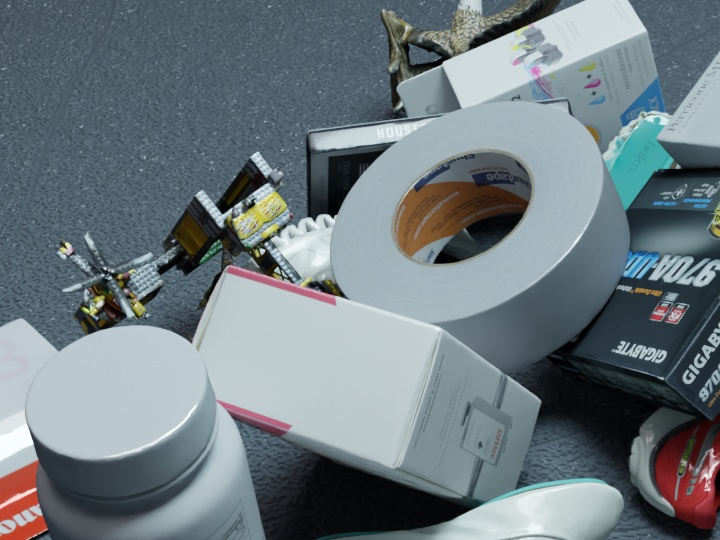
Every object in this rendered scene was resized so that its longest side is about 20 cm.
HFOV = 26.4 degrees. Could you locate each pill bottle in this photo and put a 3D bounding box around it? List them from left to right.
[{"bbox_3d":[-0.112,0.134,0.839,0.112,0.201,0.114,-5,40,4],"label":"pill bottle"}]

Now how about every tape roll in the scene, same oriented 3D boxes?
[{"bbox_3d":[0.081,-0.023,1.055,0.199,0.066,0.201,-18,42,17],"label":"tape roll"}]

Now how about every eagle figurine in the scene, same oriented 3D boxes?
[{"bbox_3d":[0.120,-0.202,1.349,0.198,0.152,0.152,-6,6,3],"label":"eagle figurine"}]

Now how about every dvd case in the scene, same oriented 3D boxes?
[{"bbox_3d":[0.057,-0.077,1.199,0.198,0.151,0.025,-8,66,-5],"label":"dvd case"}]

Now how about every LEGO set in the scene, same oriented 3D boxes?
[{"bbox_3d":[-0.096,0.017,1.033,0.199,0.116,0.154,-28,83,-27],"label":"LEGO set"}]

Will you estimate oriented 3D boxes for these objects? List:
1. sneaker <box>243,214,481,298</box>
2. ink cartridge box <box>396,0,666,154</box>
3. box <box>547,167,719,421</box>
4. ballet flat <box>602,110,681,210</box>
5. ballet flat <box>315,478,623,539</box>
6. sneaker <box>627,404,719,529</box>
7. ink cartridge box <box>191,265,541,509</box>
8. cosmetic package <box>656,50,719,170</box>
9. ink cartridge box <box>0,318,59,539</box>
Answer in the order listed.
[{"bbox_3d":[0.000,0.000,1.157,0.199,0.075,0.081,-20,47,-20],"label":"sneaker"},{"bbox_3d":[0.143,-0.135,1.264,0.199,0.115,0.068,-23,45,4],"label":"ink cartridge box"},{"bbox_3d":[0.209,0.008,0.999,0.159,0.046,0.200,-53,16,-7],"label":"box"},{"bbox_3d":[0.181,-0.031,1.161,0.200,0.072,0.072,-49,46,-6],"label":"ballet flat"},{"bbox_3d":[0.062,0.176,0.895,0.198,0.070,0.070,-12,34,1],"label":"ballet flat"},{"bbox_3d":[0.265,0.102,0.985,0.199,0.077,0.085,-32,47,-20],"label":"sneaker"},{"bbox_3d":[0.007,0.077,0.920,0.146,0.200,0.083,15,81,26],"label":"ink cartridge box"},{"bbox_3d":[0.291,-0.095,0.991,0.102,0.074,0.200,-53,25,-9],"label":"cosmetic package"},{"bbox_3d":[-0.247,0.121,1.020,0.162,0.057,0.200,-26,35,-29],"label":"ink cartridge box"}]
